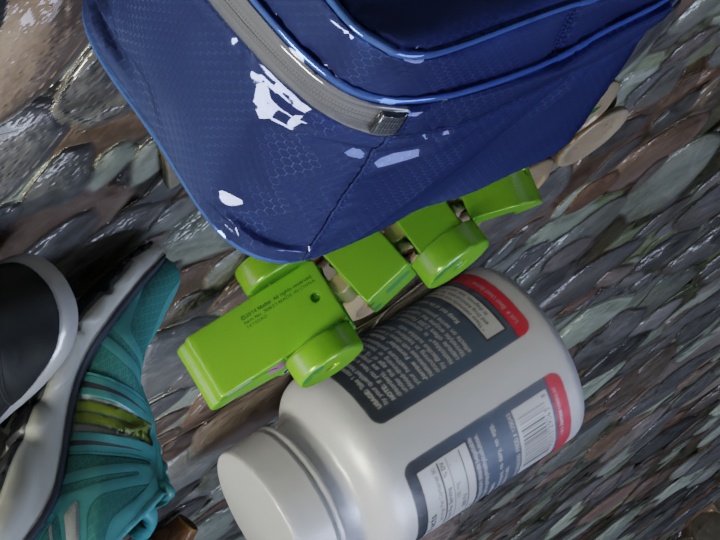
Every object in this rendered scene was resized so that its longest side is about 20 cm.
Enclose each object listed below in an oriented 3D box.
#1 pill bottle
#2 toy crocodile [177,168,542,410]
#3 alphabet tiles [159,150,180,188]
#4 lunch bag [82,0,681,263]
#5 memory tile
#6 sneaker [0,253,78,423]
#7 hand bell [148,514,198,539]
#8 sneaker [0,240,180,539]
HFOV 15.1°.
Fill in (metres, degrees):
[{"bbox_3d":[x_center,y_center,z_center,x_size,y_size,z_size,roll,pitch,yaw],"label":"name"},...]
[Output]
[{"bbox_3d":[0.021,0.095,1.598,0.199,0.120,0.120,-31,165,-21],"label":"pill bottle"},{"bbox_3d":[0.000,0.000,1.345,0.200,0.068,0.062,-37,167,-1],"label":"toy crocodile"},{"bbox_3d":[-0.014,-0.102,1.110,0.166,0.006,0.200,-34,166,-12],"label":"alphabet tiles"},{"bbox_3d":[0.023,-0.109,0.905,0.199,0.136,0.132,-26,163,-38],"label":"lunch bag"},{"bbox_3d":[0.058,-0.043,1.457,0.200,0.017,0.153,-37,166,0],"label":"memory tile"},{"bbox_3d":[-0.202,0.073,1.097,0.200,0.071,0.099,-50,159,27],"label":"sneaker"},{"bbox_3d":[-0.168,0.235,1.707,0.200,0.104,0.104,-51,164,6],"label":"hand bell"},{"bbox_3d":[-0.116,0.079,1.165,0.077,0.079,0.201,-38,-152,54],"label":"sneaker"}]
